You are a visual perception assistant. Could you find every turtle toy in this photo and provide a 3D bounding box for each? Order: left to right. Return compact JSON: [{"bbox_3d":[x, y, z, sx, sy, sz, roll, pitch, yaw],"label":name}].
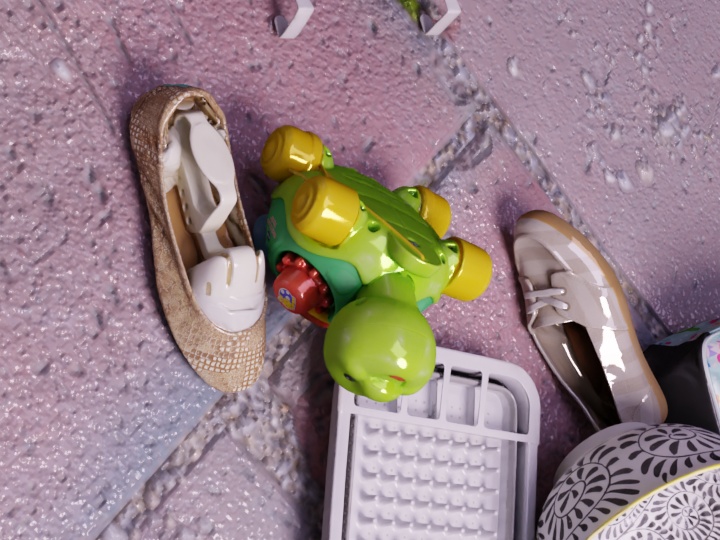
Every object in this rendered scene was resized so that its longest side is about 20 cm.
[{"bbox_3d":[0.000,0.000,0.782,0.145,0.200,0.101,23,111,-29],"label":"turtle toy"}]

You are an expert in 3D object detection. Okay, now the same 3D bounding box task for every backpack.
[{"bbox_3d":[0.337,0.114,0.993,0.200,0.150,0.178,-11,85,-40],"label":"backpack"}]

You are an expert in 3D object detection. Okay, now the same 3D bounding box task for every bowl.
[{"bbox_3d":[0.198,0.173,0.888,0.200,0.201,0.094,7,36,-33],"label":"bowl"}]

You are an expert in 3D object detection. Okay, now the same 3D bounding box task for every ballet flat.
[{"bbox_3d":[-0.095,-0.022,0.771,0.070,0.065,0.201,-18,91,-36],"label":"ballet flat"}]

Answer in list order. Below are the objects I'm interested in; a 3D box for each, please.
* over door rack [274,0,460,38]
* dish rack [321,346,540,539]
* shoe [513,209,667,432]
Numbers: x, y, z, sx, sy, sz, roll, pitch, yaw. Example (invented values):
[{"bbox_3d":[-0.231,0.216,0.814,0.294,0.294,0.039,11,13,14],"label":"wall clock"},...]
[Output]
[{"bbox_3d":[-0.001,-0.272,0.890,0.147,0.067,0.201,-8,84,-34],"label":"over door rack"},{"bbox_3d":[0.043,0.154,0.841,0.171,0.043,0.201,14,72,-32],"label":"dish rack"},{"bbox_3d":[0.168,0.048,0.931,0.053,0.070,0.200,-36,100,-37],"label":"shoe"}]
